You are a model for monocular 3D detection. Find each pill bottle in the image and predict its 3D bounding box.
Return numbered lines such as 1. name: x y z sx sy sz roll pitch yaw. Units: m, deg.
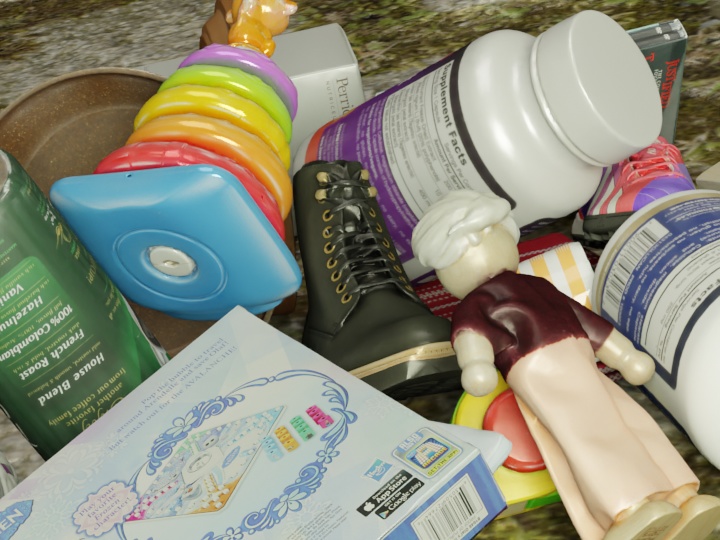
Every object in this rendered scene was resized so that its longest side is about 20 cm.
1. pill bottle: 0.194 0.039 1.046 0.111 0.111 0.200 -15 21 -8
2. pill bottle: 0.067 -0.068 1.226 0.200 0.112 0.111 -26 9 35

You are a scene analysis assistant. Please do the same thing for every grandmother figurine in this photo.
1. grandmother figurine: 0.084 0.043 0.998 0.061 0.200 0.121 -45 -30 25

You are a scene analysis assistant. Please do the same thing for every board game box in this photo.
1. board game box: -0.070 0.120 0.961 0.200 0.043 0.199 -40 37 -17

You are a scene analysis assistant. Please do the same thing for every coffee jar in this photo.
1. coffee jar: -0.156 0.039 1.114 0.085 0.200 0.104 -38 24 -4

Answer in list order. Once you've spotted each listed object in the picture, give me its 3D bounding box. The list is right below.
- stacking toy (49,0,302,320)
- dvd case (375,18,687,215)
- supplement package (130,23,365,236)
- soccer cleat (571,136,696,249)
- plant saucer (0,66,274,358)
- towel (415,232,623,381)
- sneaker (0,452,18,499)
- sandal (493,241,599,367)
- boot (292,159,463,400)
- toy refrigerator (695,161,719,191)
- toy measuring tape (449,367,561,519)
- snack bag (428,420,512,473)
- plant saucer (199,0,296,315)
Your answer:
1. stacking toy: -0.075 -0.081 1.169 0.116 0.110 0.200 -5 51 27
2. dvd case: 0.107 -0.080 1.371 0.200 0.146 0.022 -14 52 -9
3. supplement package: -0.093 -0.086 1.516 0.200 0.117 0.117 -13 20 -2
4. soccer cleat: 0.162 -0.045 1.231 0.068 0.073 0.200 13 0 -2
5. plant saucer: -0.137 -0.020 1.259 0.200 0.201 0.037 -7 9 13
6. towel: 0.098 0.029 1.250 0.144 0.023 0.200 -16 23 -17
7. sneaker: -0.218 0.082 1.104 0.078 0.140 0.200 -18 22 -15
8. sandal: 0.131 0.010 1.174 0.206 0.059 0.079 -10 21 -6
9. boot: 0.000 0.000 1.121 0.077 0.139 0.200 -5 -3 -20
10. toy refrigerator: 0.259 -0.036 1.141 0.076 0.070 0.200 -33 11 -9
11. toy measuring tape: 0.040 0.089 1.044 0.200 0.074 0.074 -14 21 -6
12. snack bag: -0.045 0.129 0.990 0.200 0.021 0.189 5 45 38
13. plant saucer: -0.072 -0.070 1.340 0.032 0.201 0.200 -9 20 -7
